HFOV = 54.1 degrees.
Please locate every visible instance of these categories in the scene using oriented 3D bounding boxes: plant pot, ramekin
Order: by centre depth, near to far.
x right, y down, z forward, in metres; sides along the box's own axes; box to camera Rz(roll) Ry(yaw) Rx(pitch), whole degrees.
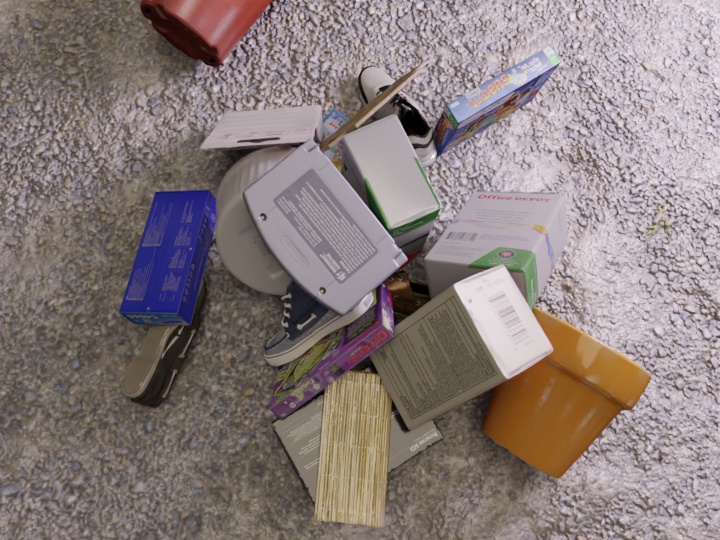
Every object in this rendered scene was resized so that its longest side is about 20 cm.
[{"bbox_3d":[0.266,0.174,0.980,0.199,0.200,0.184,30,90,4],"label":"plant pot"},{"bbox_3d":[-0.110,-0.062,0.993,0.198,0.202,0.098,2,31,-4],"label":"ramekin"},{"bbox_3d":[-0.232,-0.446,1.110,0.200,0.201,0.196,31,82,4],"label":"plant pot"}]

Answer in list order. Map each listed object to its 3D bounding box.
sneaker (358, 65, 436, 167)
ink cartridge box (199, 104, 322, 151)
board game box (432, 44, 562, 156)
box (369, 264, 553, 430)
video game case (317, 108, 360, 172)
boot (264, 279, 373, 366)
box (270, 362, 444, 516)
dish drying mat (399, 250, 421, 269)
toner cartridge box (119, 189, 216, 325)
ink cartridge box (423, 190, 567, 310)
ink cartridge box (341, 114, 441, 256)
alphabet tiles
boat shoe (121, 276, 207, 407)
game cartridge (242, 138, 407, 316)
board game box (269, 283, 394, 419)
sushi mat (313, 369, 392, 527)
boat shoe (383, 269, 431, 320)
[{"bbox_3d":[0.061,-0.261,1.126,0.073,0.080,0.201,-31,69,-10],"label":"sneaker"},{"bbox_3d":[-0.138,-0.194,1.038,0.159,0.201,0.051,-4,118,2],"label":"ink cartridge box"},{"bbox_3d":[0.209,-0.265,1.115,0.199,0.135,0.035,-32,83,-13],"label":"board game box"},{"bbox_3d":[0.123,0.102,0.911,0.108,0.200,0.129,-19,75,-41],"label":"box"},{"bbox_3d":[-0.048,-0.144,1.122,0.143,0.018,0.200,37,75,7],"label":"video game case"},{"bbox_3d":[-0.082,0.054,0.982,0.199,0.073,0.090,-34,111,26],"label":"boot"},{"bbox_3d":[-0.006,0.227,0.990,0.199,0.079,0.142,-28,76,-12],"label":"box"},{"bbox_3d":[0.000,0.000,1.085,0.200,0.018,0.077,-40,80,-13],"label":"dish drying mat"},{"bbox_3d":[-0.273,-0.021,1.025,0.094,0.043,0.202,0,62,17],"label":"toner cartridge box"},{"bbox_3d":[0.198,-0.030,1.004,0.144,0.088,0.200,6,38,30],"label":"ink cartridge box"},{"bbox_3d":[0.036,-0.103,1.006,0.082,0.200,0.148,-24,77,-9],"label":"ink cartridge box"},{"bbox_3d":[0.007,-0.229,1.017,0.200,0.166,0.006,-44,104,-18],"label":"alphabet tiles"},{"bbox_3d":[-0.273,0.102,1.023,0.066,0.057,0.201,11,65,36],"label":"boat shoe"},{"bbox_3d":[-0.051,-0.049,0.894,0.133,0.041,0.201,-39,92,-13],"label":"game cartridge"},{"bbox_3d":[-0.038,0.107,0.960,0.199,0.120,0.032,-38,106,18],"label":"board game box"},{"bbox_3d":[-0.007,0.233,0.943,0.095,0.012,0.202,5,75,-3],"label":"sushi mat"},{"bbox_3d":[0.049,0.027,1.032,0.198,0.072,0.068,20,116,-18],"label":"boat shoe"}]
